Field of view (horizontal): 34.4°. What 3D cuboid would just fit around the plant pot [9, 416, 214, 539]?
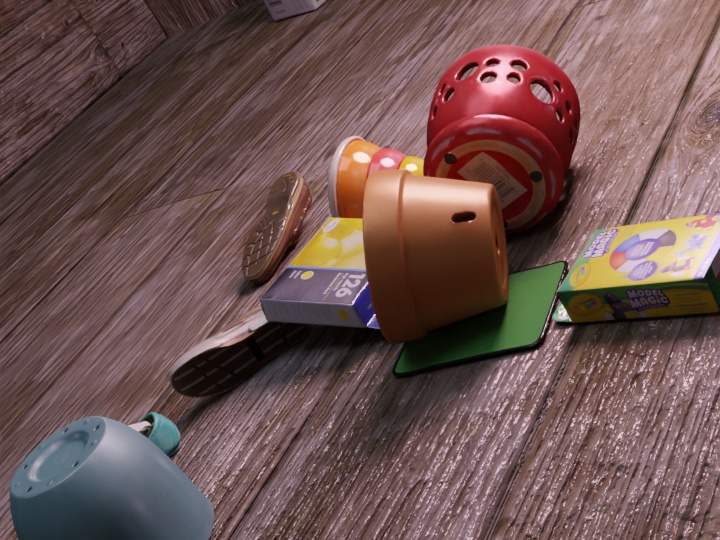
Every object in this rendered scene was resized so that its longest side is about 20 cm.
[{"bbox_3d":[-0.287,0.260,1.274,0.199,0.162,0.201,-27,24,13],"label":"plant pot"}]

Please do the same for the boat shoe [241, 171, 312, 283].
[{"bbox_3d":[-0.123,-0.060,1.827,0.072,0.068,0.201,-7,50,39],"label":"boat shoe"}]

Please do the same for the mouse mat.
[{"bbox_3d":[0.139,0.055,1.349,0.199,0.008,0.161,-17,27,33],"label":"mouse mat"}]

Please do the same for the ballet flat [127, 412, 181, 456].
[{"bbox_3d":[-0.314,0.248,1.445,0.200,0.071,0.067,-41,25,-21],"label":"ballet flat"}]

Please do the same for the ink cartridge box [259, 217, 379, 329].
[{"bbox_3d":[0.000,0.000,1.514,0.198,0.047,0.198,1,34,33],"label":"ink cartridge box"}]

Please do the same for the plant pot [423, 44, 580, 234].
[{"bbox_3d":[0.175,-0.158,1.493,0.199,0.201,0.183,-17,34,31],"label":"plant pot"}]

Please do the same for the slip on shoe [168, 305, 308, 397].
[{"bbox_3d":[-0.165,0.098,1.547,0.199,0.076,0.061,-32,31,-9],"label":"slip on shoe"}]

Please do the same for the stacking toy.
[{"bbox_3d":[0.064,-0.118,1.681,0.198,0.147,0.146,5,38,25],"label":"stacking toy"}]

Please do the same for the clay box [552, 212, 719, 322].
[{"bbox_3d":[0.294,-0.002,1.217,0.199,0.048,0.115,-7,33,43],"label":"clay box"}]

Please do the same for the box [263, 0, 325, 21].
[{"bbox_3d":[-0.180,-0.841,3.268,0.199,0.200,0.171,-1,37,47],"label":"box"}]

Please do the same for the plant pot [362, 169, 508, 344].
[{"bbox_3d":[0.092,-0.024,1.337,0.139,0.202,0.201,-7,29,13],"label":"plant pot"}]
